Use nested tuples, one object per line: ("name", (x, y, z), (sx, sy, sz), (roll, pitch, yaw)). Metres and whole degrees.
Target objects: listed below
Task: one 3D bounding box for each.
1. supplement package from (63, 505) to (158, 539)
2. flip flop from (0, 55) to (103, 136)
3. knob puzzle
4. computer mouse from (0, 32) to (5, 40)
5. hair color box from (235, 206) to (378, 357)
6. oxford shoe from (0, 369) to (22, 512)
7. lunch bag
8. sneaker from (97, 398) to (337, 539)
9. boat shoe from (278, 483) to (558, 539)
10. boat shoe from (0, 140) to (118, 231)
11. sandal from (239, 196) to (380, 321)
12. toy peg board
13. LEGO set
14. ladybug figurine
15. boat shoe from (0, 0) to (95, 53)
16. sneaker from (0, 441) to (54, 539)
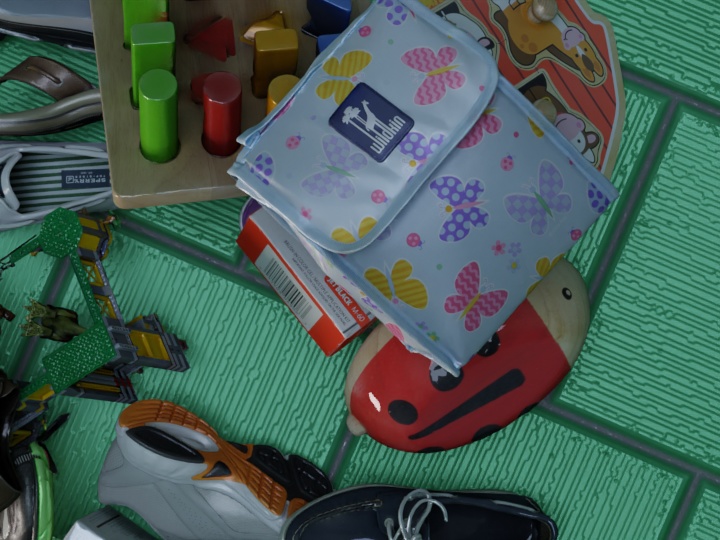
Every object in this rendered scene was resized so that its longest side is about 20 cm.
("supplement package", (-0.143, 0.275, 1.289), (0.200, 0.114, 0.110), (34, 91, 5))
("flip flop", (-0.219, -0.134, 1.317), (0.200, 0.081, 0.058), (-11, 94, 0))
("knob puzzle", (0.119, -0.137, 1.262), (0.219, 0.030, 0.220), (9, 71, -27))
("computer mouse", (-0.353, -0.222, 1.358), (0.200, 0.034, 0.059), (24, 118, 9))
("hair color box", (0.024, -0.044, 1.270), (0.200, 0.064, 0.111), (-38, 86, -22))
("oxford shoe", (-0.279, 0.078, 1.243), (0.084, 0.073, 0.200), (-21, 76, 7))
("lunch bag", (0.035, -0.059, 1.150), (0.170, 0.127, 0.200), (-47, 106, -6))
("sneaker", (-0.101, 0.173, 1.318), (0.200, 0.076, 0.092), (28, 122, -6))
("boat shoe", (0.043, 0.192, 1.270), (0.200, 0.062, 0.075), (4, 87, -17))
("boat shoe", (-0.259, -0.068, 1.326), (0.200, 0.067, 0.074), (-11, 88, 4))
("sandal", (0.004, -0.007, 1.313), (0.203, 0.050, 0.083), (29, 91, 5))
("toy peg board", (-0.081, -0.161, 1.218), (0.199, 0.098, 0.200), (-6, 65, -8))
("LEGO set", (-0.222, 0.052, 1.316), (0.200, 0.116, 0.154), (-40, 67, 16))
("ladybug figurine", (0.080, 0.067, 1.268), (0.200, 0.072, 0.136), (-35, 129, 4))
("boat shoe", (-0.192, -0.190, 1.322), (0.199, 0.068, 0.074), (1, 77, -20))
("sneaker", (-0.280, 0.207, 1.285), (0.084, 0.077, 0.200), (20, 115, -28))
